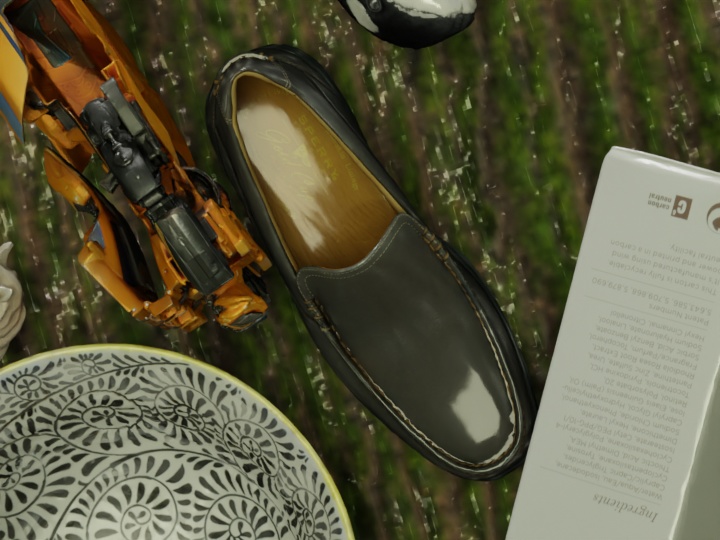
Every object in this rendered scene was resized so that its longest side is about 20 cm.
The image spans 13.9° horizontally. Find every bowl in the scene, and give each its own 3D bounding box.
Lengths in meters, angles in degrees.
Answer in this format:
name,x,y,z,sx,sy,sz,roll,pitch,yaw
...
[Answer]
name,x,y,z,sx,sy,sz,roll,pitch,yaw
bowl,-0.093,0.133,1.164,0.199,0.094,0.202,-1,83,6

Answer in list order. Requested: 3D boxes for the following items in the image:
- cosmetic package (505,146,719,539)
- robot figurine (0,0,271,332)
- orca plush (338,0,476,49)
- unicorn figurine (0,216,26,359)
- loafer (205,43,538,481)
name,x,y,z,sx,sy,sz,roll,pitch,yaw
cosmetic package,0.116,0.062,1.132,0.074,0.102,0.201,17,93,28
robot figurine,-0.104,-0.055,1.145,0.058,0.145,0.200,-35,81,3
orca plush,-0.032,-0.161,1.170,0.200,0.105,0.071,48,127,1
unicorn figurine,-0.205,0.058,1.200,0.136,0.074,0.201,5,108,6
loafer,0.000,0.000,1.166,0.073,0.072,0.200,-38,87,5
